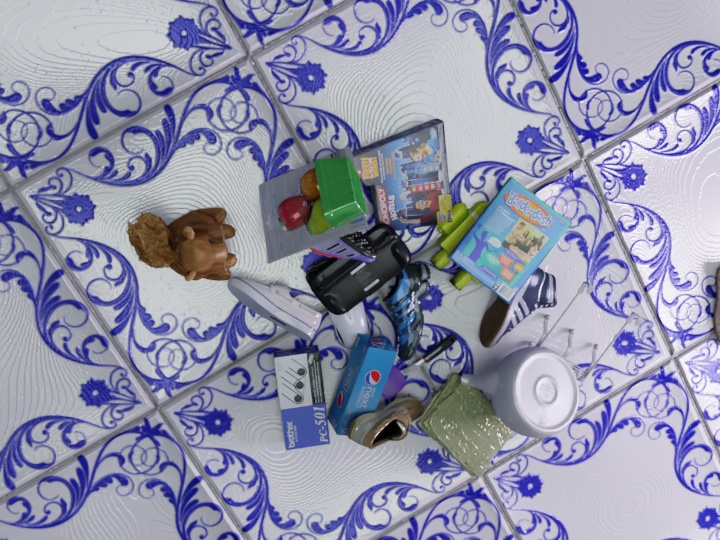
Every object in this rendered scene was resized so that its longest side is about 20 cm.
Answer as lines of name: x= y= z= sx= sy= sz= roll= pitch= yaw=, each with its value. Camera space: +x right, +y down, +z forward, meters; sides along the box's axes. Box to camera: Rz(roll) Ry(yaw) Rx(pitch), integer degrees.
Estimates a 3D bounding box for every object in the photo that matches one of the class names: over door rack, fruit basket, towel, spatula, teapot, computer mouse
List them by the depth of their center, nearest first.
fruit basket: x=-0.090 y=-0.118 z=1.494 sx=0.200 sy=0.185 sz=0.094 roll=-24 pitch=147 yaw=19
computer mouse: x=-0.030 y=0.066 z=1.617 sx=0.110 sy=0.044 sz=0.200 roll=-23 pitch=104 yaw=-6
teapot: x=0.343 y=0.252 z=1.674 sx=0.197 sy=0.146 sz=0.200 roll=-31 pitch=94 yaw=-27
spatula: x=0.119 y=0.194 z=1.682 sx=0.200 sy=0.021 sz=0.057 roll=-34 pitch=104 yaw=-3
over door rack: x=0.467 y=0.124 z=1.700 sx=0.148 sy=0.067 sz=0.200 roll=30 pitch=115 yaw=-14
towel: x=0.224 y=0.326 z=1.709 sx=0.200 sy=0.036 sz=0.148 roll=45 pitch=77 yaw=-15

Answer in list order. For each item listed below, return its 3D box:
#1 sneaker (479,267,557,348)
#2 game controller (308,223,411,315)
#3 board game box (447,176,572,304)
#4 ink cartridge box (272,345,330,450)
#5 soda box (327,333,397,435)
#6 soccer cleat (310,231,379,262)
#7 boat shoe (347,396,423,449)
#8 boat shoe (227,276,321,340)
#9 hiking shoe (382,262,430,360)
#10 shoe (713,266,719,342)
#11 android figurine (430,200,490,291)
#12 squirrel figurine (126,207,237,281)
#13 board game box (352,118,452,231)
sneaker: x=0.331 y=0.081 z=1.674 sx=0.108 sy=0.070 sz=0.200 roll=16 pitch=109 yaw=-27
game controller: x=0.000 y=0.000 z=1.570 sx=0.200 sy=0.042 sz=0.104 roll=-37 pitch=114 yaw=6
board game box: x=0.291 y=-0.059 z=1.588 sx=0.152 sy=0.045 sz=0.200 roll=38 pitch=95 yaw=2
ink cartridge box: x=-0.119 y=0.257 z=1.639 sx=0.094 sy=0.044 sz=0.200 roll=-7 pitch=103 yaw=-7
soda box: x=0.002 y=0.232 z=1.628 sx=0.068 sy=0.064 sz=0.200 roll=12 pitch=108 yaw=-25
soccer cleat: x=-0.051 y=-0.053 z=1.537 sx=0.200 sy=0.068 sz=0.073 roll=29 pitch=110 yaw=26
boat shoe: x=0.064 y=0.312 z=1.629 sx=0.200 sy=0.066 sz=0.074 roll=-16 pitch=128 yaw=-42
boat shoe: x=-0.163 y=0.059 z=1.586 sx=0.200 sy=0.071 sz=0.070 roll=32 pitch=67 yaw=-11
hiking shoe: x=0.085 y=0.080 z=1.634 sx=0.087 sy=0.074 sz=0.200 roll=8 pitch=90 yaw=-4
shoe: x=0.814 y=0.085 z=1.772 sx=0.070 sy=0.053 sz=0.200 roll=-13 pitch=103 yaw=-8
android figurine: x=0.241 y=-0.058 z=1.643 sx=0.182 sy=0.041 sz=0.200 roll=43 pitch=92 yaw=-15
squirrel figurine: x=-0.322 y=-0.037 z=1.467 sx=0.200 sy=0.187 sz=0.142 roll=3 pitch=101 yaw=-11
board game box: x=0.068 y=-0.181 z=1.574 sx=0.199 sy=0.062 sz=0.200 roll=-8 pitch=107 yaw=-5
